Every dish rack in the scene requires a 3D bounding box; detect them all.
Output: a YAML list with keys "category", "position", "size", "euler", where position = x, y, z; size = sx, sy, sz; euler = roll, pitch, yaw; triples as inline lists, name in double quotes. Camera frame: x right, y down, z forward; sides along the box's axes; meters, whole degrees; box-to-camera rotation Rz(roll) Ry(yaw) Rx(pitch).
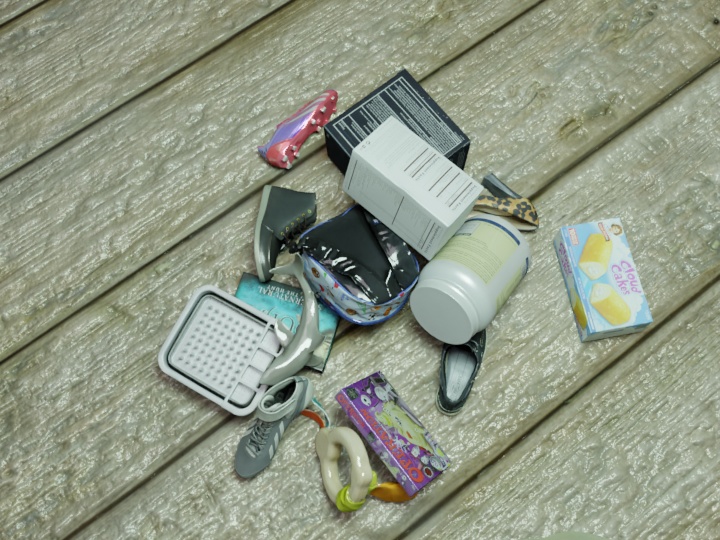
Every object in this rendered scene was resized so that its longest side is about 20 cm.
- category: "dish rack"
  position: [-0.231, 0.138, 1.264]
  size: [0.198, 0.044, 0.173]
  euler: [27, 79, 10]

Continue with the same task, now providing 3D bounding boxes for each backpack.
- category: "backpack"
  position: [0.000, 0.000, 1.267]
  size: [0.199, 0.155, 0.190]
  euler: [-33, 62, -26]

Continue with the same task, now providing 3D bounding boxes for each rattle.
- category: "rattle"
  position: [-0.006, 0.294, 1.219]
  size: [0.141, 0.132, 0.200]
  euler: [-13, 37, -21]

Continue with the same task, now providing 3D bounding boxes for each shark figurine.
- category: "shark figurine"
  position: [-0.088, 0.088, 1.212]
  size: [0.127, 0.089, 0.217]
  euler: [12, 83, -34]

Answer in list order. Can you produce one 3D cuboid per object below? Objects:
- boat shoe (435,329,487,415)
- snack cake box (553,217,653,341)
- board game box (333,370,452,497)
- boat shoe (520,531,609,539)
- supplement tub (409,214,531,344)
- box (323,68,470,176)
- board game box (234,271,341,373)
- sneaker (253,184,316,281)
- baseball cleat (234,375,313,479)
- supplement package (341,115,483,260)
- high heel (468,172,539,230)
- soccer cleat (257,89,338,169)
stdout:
- category: "boat shoe"
  position: [0.176, 0.147, 1.263]
  size: [0.074, 0.066, 0.201]
  euler: [20, 71, 10]
- category: "snack cake box"
  position: [0.430, 0.016, 1.306]
  size: [0.113, 0.067, 0.202]
  euler: [-10, 70, -1]
- category: "board game box"
  position: [0.055, 0.264, 1.204]
  size: [0.200, 0.032, 0.119]
  euler: [50, 36, 17]
- category: "boat shoe"
  position: [0.314, 0.460, 1.148]
  size: [0.199, 0.074, 0.064]
  euler: [-3, 108, -11]
- category: "supplement tub"
  position: [0.187, 0.014, 1.247]
  size: [0.144, 0.146, 0.200]
  euler: [35, 55, 13]
- category: "box"
  position: [0.066, -0.231, 1.378]
  size: [0.198, 0.123, 0.201]
  euler: [-36, 74, -12]
- category: "board game box"
  position: [-0.140, 0.093, 1.313]
  size: [0.198, 0.028, 0.137]
  euler: [15, 70, 8]
- category: "sneaker"
  position: [-0.136, -0.072, 1.342]
  size: [0.105, 0.075, 0.202]
  euler: [3, 61, 2]
- category: "baseball cleat"
  position: [-0.158, 0.252, 1.192]
  size: [0.069, 0.106, 0.201]
  euler: [33, 90, 25]
- category: "supplement package"
  position: [0.084, -0.136, 1.214]
  size: [0.199, 0.114, 0.110]
  euler: [40, 61, 9]
- category: "high heel"
  position: [0.229, -0.087, 1.345]
  size: [0.199, 0.072, 0.143]
  euler: [-37, 66, -21]
- category: "soccer cleat"
  position: [-0.120, -0.290, 1.440]
  size: [0.076, 0.067, 0.201]
  euler: [32, 76, 18]
